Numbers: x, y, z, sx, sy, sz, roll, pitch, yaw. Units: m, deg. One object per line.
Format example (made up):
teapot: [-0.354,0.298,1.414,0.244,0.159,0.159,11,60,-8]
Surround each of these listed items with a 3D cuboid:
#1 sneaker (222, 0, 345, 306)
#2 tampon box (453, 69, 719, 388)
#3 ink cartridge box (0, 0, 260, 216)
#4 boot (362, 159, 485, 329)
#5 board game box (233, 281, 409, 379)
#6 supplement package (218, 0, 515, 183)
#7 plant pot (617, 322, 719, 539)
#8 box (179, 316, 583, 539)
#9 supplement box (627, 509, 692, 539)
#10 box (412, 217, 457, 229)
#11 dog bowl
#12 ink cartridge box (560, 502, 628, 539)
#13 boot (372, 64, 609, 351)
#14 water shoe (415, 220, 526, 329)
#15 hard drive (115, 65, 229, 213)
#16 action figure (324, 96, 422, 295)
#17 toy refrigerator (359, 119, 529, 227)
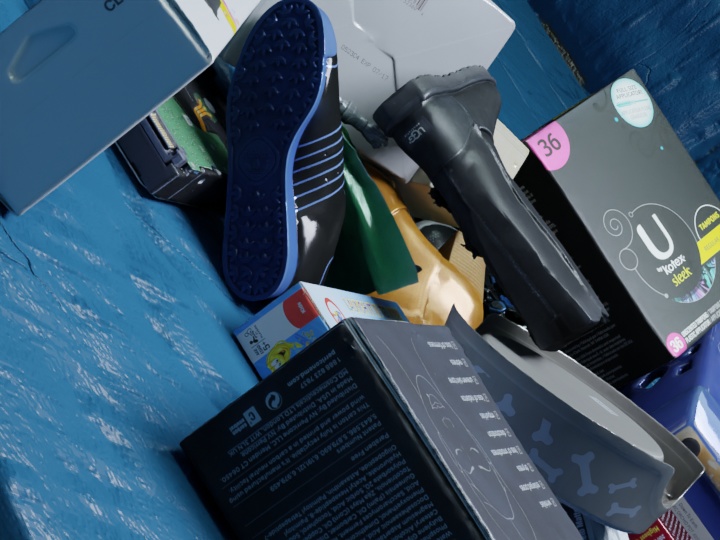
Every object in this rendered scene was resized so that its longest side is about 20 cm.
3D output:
sneaker: [-0.044,-0.074,1.535,0.078,0.070,0.201,12,87,-64]
tampon box: [0.189,-0.025,1.832,0.150,0.126,0.200,-35,92,-41]
ink cartridge box: [-0.144,-0.124,1.308,0.086,0.147,0.200,50,14,-10]
boot: [0.000,0.001,1.685,0.201,0.071,0.144,28,43,-10]
board game box: [0.023,0.109,1.512,0.196,0.056,0.200,57,13,15]
supplement package: [-0.034,-0.198,1.719,0.191,0.147,0.200,33,5,-36]
plant pot: [0.251,0.182,1.844,0.200,0.200,0.180,54,19,-4]
box: [0.028,0.141,1.296,0.197,0.124,0.200,56,12,13]
supplement box: [0.178,0.207,1.700,0.200,0.109,0.061,53,13,0]
box: [0.115,0.006,1.882,0.157,0.051,0.201,-14,77,-39]
dog bowl: [0.128,0.098,1.532,0.200,0.059,0.200,34,9,-6]
ink cartridge box: [0.159,0.244,1.555,0.200,0.040,0.200,-4,79,-74]
boot: [0.104,-0.041,1.601,0.200,0.066,0.165,52,25,9]
water shoe: [0.105,0.041,1.772,0.200,0.071,0.079,58,-29,6]
hard drive: [-0.125,-0.104,1.571,0.140,0.038,0.200,57,12,12]
action figure: [-0.023,-0.081,1.592,0.055,0.118,0.201,-28,99,-36]
toy refrigerator: [0.032,-0.089,1.789,0.070,0.076,0.200,41,-15,-35]
